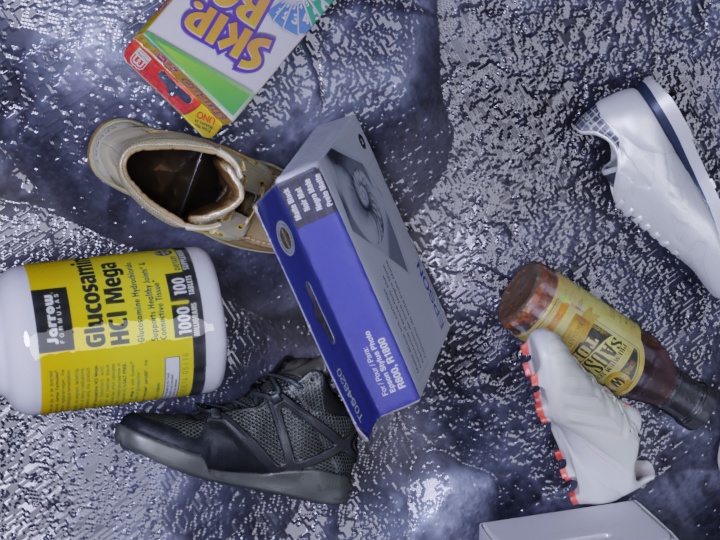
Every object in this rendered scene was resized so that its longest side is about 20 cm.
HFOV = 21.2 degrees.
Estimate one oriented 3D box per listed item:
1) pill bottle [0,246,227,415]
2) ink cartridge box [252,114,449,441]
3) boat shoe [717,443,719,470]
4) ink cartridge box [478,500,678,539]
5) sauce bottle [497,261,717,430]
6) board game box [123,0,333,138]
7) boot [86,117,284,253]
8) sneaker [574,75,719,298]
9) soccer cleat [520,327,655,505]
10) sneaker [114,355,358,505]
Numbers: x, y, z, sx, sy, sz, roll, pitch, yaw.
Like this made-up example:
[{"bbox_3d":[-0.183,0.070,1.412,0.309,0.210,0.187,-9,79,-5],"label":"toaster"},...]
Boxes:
[{"bbox_3d":[-0.207,0.047,1.428,0.199,0.112,0.113,-7,100,-16],"label":"pill bottle"},{"bbox_3d":[0.000,0.000,1.444,0.041,0.200,0.200,-19,106,19],"label":"ink cartridge box"},{"bbox_3d":[0.391,0.113,1.639,0.200,0.063,0.073,-38,106,-8],"label":"boat shoe"},{"bbox_3d":[0.175,0.302,1.575,0.146,0.086,0.201,-6,108,-16],"label":"ink cartridge box"},{"bbox_3d":[0.207,0.066,1.578,0.200,0.066,0.066,30,88,-16],"label":"sauce bottle"},{"bbox_3d":[-0.084,-0.202,1.452,0.096,0.030,0.200,44,73,-17],"label":"board game box"},{"bbox_3d":[-0.098,-0.055,1.423,0.200,0.155,0.073,23,91,-18],"label":"boot"},{"bbox_3d":[0.250,-0.058,1.578,0.080,0.076,0.200,-29,100,1],"label":"sneaker"},{"bbox_3d":[0.183,0.112,1.549,0.077,0.069,0.200,-19,131,6],"label":"soccer cleat"},{"bbox_3d":[-0.090,0.111,1.494,0.199,0.076,0.115,12,92,-21],"label":"sneaker"}]
